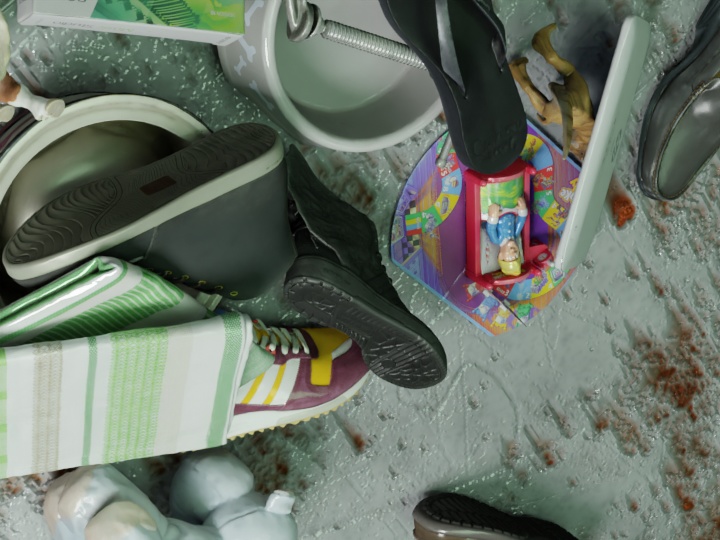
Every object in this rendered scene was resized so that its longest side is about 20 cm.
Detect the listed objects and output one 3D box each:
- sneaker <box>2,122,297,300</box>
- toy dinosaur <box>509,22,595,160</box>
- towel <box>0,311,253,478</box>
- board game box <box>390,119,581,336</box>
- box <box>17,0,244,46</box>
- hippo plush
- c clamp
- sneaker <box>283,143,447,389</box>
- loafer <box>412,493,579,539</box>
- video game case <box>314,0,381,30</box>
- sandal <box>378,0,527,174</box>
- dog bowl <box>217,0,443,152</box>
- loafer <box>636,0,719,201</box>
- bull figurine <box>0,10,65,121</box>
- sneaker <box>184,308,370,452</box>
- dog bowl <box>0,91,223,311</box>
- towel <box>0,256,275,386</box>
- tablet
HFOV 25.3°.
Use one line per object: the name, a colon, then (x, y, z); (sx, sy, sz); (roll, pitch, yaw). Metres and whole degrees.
sneaker: (-0.130, -0.010, 1.057); (0.198, 0.075, 0.107); (-24, 126, -16)
toy dinosaur: (0.157, -0.132, 1.224); (0.060, 0.107, 0.200); (-40, 168, 10)
towel: (-0.177, 0.081, 1.061); (0.198, 0.031, 0.150); (-6, 144, -18)
board game box: (0.121, -0.033, 1.300); (0.200, 0.039, 0.159); (36, 90, -36)
box: (-0.143, -0.250, 1.013); (0.143, 0.036, 0.203); (1, 88, -29)
hippo plush: (-0.123, 0.197, 1.179); (0.160, 0.200, 0.160); (-28, 144, -26)
c clamp: (0.023, -0.176, 1.099); (0.199, 0.027, 0.172); (19, 101, -35)
sneaker: (-0.002, 0.001, 1.211); (0.060, 0.105, 0.199); (-28, 132, 32)
loafer: (0.120, 0.251, 1.400); (0.199, 0.073, 0.072); (21, 98, -34)
video game case: (-0.020, -0.279, 1.129); (0.143, 0.019, 0.200); (-49, 126, -4)
sandal: (0.074, -0.155, 1.101); (0.076, 0.043, 0.201); (-41, 124, -15)
dog bowl: (-0.002, -0.176, 1.137); (0.198, 0.059, 0.202); (-12, 117, -25)
loafer: (0.296, -0.145, 1.333); (0.072, 0.072, 0.202); (17, 102, -35)
bull figurine: (-0.264, -0.110, 1.012); (0.201, 0.121, 0.065); (-51, 154, 7)
sneaker: (-0.077, 0.067, 1.208); (0.198, 0.075, 0.091); (-19, 124, -23)
dog bowl: (-0.183, -0.033, 1.105); (0.198, 0.074, 0.202); (-11, 115, -26)
towel: (-0.167, 0.061, 1.074); (0.152, 0.024, 0.200); (-28, 147, 14)
tablet: (0.195, -0.101, 1.273); (0.130, 0.014, 0.202); (-16, 123, -73)
